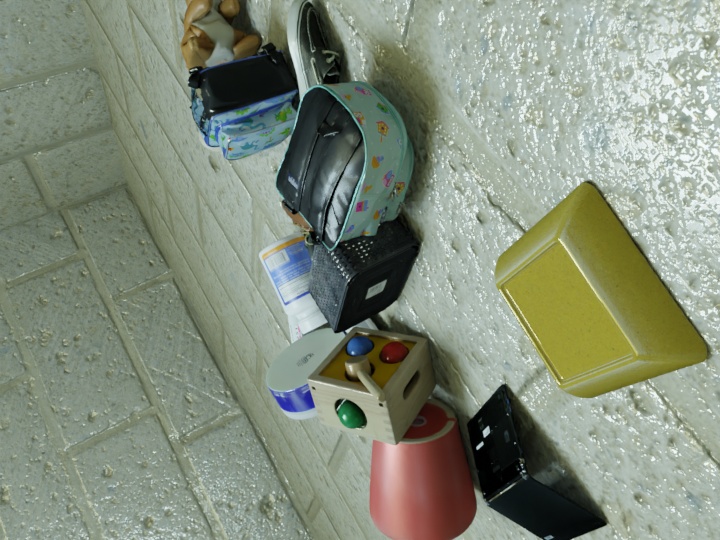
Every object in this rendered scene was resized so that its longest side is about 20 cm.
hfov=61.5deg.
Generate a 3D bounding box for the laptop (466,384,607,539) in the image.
[{"bbox_3d":[0.249,0.293,0.900,0.178,0.102,0.202,106,159,-56],"label":"laptop"}]

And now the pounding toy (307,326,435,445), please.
[{"bbox_3d":[0.019,0.183,0.998,0.182,0.200,0.144,5,122,33],"label":"pounding toy"}]

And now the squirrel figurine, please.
[{"bbox_3d":[-0.299,-0.473,1.157,0.200,0.140,0.189,-27,83,64],"label":"squirrel figurine"}]

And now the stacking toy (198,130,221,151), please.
[{"bbox_3d":[-0.319,-0.365,1.388,0.086,0.085,0.200,58,149,13],"label":"stacking toy"}]

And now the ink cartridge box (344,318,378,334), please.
[{"bbox_3d":[0.001,0.130,1.245,0.161,0.050,0.201,51,171,29],"label":"ink cartridge box"}]

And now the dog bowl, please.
[{"bbox_3d":[-0.099,0.215,1.286,0.199,0.199,0.079,18,142,59],"label":"dog bowl"}]

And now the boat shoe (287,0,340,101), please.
[{"bbox_3d":[-0.058,-0.302,0.908,0.063,0.071,0.203,0,108,29],"label":"boat shoe"}]

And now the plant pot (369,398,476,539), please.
[{"bbox_3d":[0.102,0.335,1.052,0.200,0.198,0.180,23,124,57],"label":"plant pot"}]

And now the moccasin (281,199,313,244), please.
[{"bbox_3d":[-0.092,-0.099,1.158,0.200,0.073,0.078,17,137,57],"label":"moccasin"}]

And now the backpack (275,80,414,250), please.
[{"bbox_3d":[-0.016,-0.154,0.832,0.176,0.152,0.201,51,145,30],"label":"backpack"}]

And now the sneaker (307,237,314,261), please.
[{"bbox_3d":[-0.043,-0.004,1.158,0.104,0.060,0.202,-27,56,33],"label":"sneaker"}]

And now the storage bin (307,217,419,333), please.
[{"bbox_3d":[0.000,0.000,0.978,0.094,0.134,0.201,55,155,21],"label":"storage bin"}]

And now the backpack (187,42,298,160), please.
[{"bbox_3d":[-0.210,-0.285,1.088,0.149,0.181,0.200,67,162,-5],"label":"backpack"}]

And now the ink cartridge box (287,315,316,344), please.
[{"bbox_3d":[-0.159,0.090,1.463,0.173,0.043,0.203,-8,90,65],"label":"ink cartridge box"}]

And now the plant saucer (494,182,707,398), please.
[{"bbox_3d":[0.228,0.041,0.648,0.202,0.048,0.200,60,156,13],"label":"plant saucer"}]

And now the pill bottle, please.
[{"bbox_3d":[-0.132,0.029,1.318,0.202,0.111,0.112,64,157,2],"label":"pill bottle"}]
